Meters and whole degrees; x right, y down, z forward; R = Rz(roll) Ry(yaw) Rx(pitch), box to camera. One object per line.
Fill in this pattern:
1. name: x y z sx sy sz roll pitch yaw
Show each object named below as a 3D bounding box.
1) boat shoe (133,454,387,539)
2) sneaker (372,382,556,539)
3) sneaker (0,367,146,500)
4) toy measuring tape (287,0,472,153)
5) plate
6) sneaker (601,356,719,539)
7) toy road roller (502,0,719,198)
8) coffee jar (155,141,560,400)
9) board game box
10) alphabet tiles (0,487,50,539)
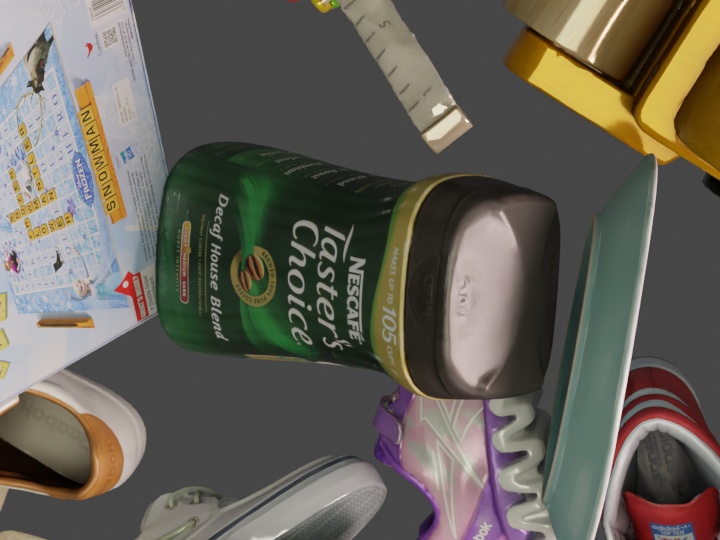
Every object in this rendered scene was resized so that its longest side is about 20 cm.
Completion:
1. boat shoe: -0.084 0.138 1.416 0.200 0.074 0.067 -34 65 4
2. sneaker: 0.043 0.059 1.398 0.088 0.080 0.201 -11 100 13
3. sneaker: -0.202 0.053 1.398 0.200 0.085 0.073 22 101 4
4. toy measuring tape: 0.001 -0.131 1.348 0.074 0.074 0.200 -36 67 8
5. plate: 0.107 0.043 1.321 0.026 0.200 0.201 11 100 2
6. sneaker: 0.161 0.148 1.388 0.071 0.112 0.200 -18 99 6
7. toy road roller: 0.170 -0.099 1.326 0.200 0.146 0.123 31 99 -4
8. coffee jar: 0.000 0.000 1.331 0.200 0.085 0.105 9 98 40
9. board game box: -0.180 -0.035 1.316 0.199 0.041 0.200 -30 126 -32
10. alphabet tiles: -0.248 0.147 1.382 0.200 0.196 0.015 16 138 -2
